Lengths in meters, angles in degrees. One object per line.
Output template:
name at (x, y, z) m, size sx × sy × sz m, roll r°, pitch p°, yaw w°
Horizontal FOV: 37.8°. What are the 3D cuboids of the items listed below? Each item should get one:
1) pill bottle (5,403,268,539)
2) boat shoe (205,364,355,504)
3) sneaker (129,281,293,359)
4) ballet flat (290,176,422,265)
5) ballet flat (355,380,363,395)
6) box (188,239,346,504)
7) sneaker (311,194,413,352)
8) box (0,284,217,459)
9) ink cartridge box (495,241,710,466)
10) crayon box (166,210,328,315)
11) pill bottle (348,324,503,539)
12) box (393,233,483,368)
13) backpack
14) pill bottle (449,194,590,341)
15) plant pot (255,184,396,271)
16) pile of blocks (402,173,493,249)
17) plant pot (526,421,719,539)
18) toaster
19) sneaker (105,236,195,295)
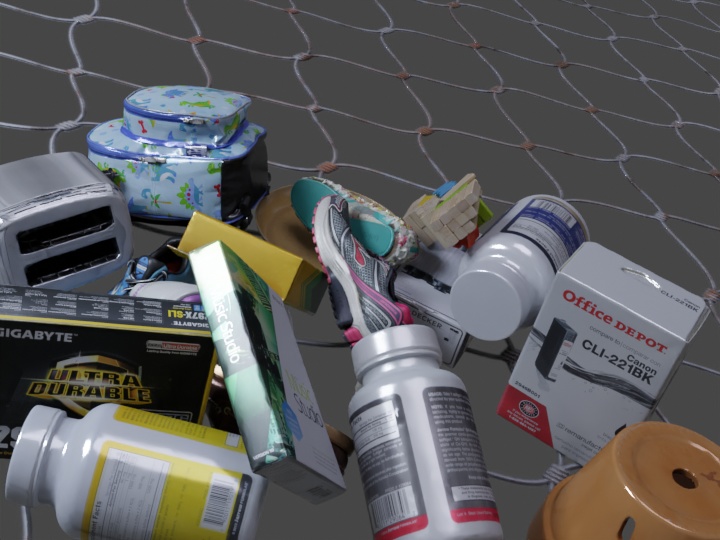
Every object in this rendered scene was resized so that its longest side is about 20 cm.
pill bottle at (-0.178, 0.173, 0.862) m, size 0.199 × 0.112 × 0.112 m, roll 15°, pitch 34°, yaw -4°
boat shoe at (-0.103, 0.144, 0.978) m, size 0.199 × 0.070 × 0.070 m, roll 26°, pitch 75°, yaw 23°
sneaker at (-0.141, 0.048, 1.043) m, size 0.099 × 0.075 × 0.200 m, roll 17°, pitch -7°, yaw 38°
ballet flat at (-0.006, -0.053, 1.242) m, size 0.064 × 0.076 × 0.200 m, roll 12°, pitch 16°, yaw -47°
ballet flat at (0.034, 0.137, 1.053) m, size 0.071 × 0.069 × 0.200 m, roll 3°, pitch 41°, yaw -15°
box at (-0.077, 0.088, 0.887) m, size 0.036 × 0.144 × 0.201 m, roll -26°, pitch 63°, yaw 7°
sneaker at (0.000, 0.000, 1.146) m, size 0.074 × 0.081 × 0.201 m, roll -22°, pitch 57°, yaw 5°
box at (-0.232, 0.095, 0.906) m, size 0.199 × 0.160 × 0.049 m, roll 7°, pitch 36°, yaw -17°
ink cartridge box at (0.246, 0.093, 1.084) m, size 0.144 × 0.201 × 0.084 m, roll 30°, pitch 36°, yaw 18°
crayon box at (-0.110, -0.006, 1.101) m, size 0.126 × 0.051 × 0.200 m, roll 24°, pitch -3°, yaw 9°
pill bottle at (0.050, 0.155, 0.932) m, size 0.110 × 0.111 × 0.201 m, roll 0°, pitch 63°, yaw -24°
box at (0.100, 0.020, 1.248) m, size 0.116 × 0.060 × 0.200 m, roll 25°, pitch 35°, yaw 11°
backpack at (-0.216, -0.138, 1.231) m, size 0.199 × 0.148 × 0.183 m, roll 2°, pitch 20°, yaw 5°
pill bottle at (0.174, -0.001, 1.166) m, size 0.111 × 0.111 × 0.200 m, roll 29°, pitch 34°, yaw 16°
plant pot at (-0.034, -0.042, 1.304) m, size 0.199 × 0.028 × 0.200 m, roll 11°, pitch 35°, yaw -8°
pile of blocks at (0.109, -0.059, 1.186) m, size 0.062 × 0.082 × 0.200 m, roll 49°, pitch -4°, yaw -10°
plant pot at (0.266, 0.233, 0.953) m, size 0.199 × 0.141 × 0.200 m, roll 11°, pitch 34°, yaw -8°
toaster at (-0.317, -0.046, 1.074) m, size 0.199 × 0.114 × 0.129 m, roll -20°, pitch 32°, yaw -29°
sneaker at (-0.232, 0.025, 1.064) m, size 0.078 × 0.090 × 0.200 m, roll 24°, pitch 36°, yaw 9°
